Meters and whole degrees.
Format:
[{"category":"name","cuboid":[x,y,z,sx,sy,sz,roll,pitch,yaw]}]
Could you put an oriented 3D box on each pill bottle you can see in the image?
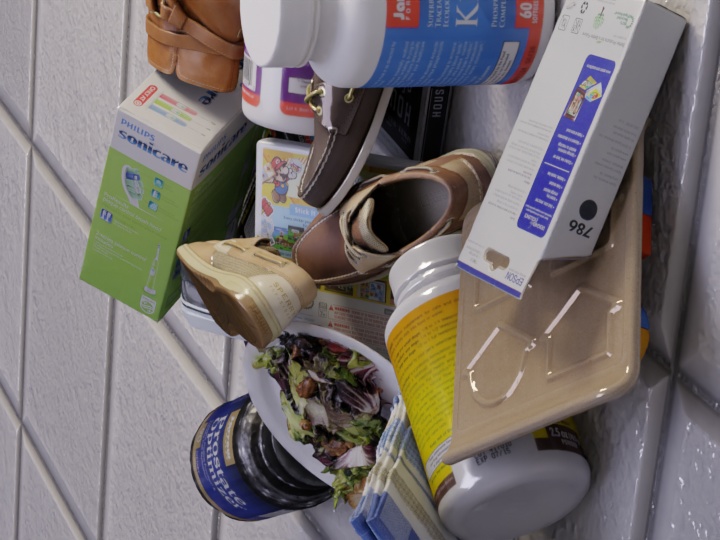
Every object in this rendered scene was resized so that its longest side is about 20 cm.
[{"category":"pill bottle","cuboid":[-0.069,0.154,1.939,0.200,0.111,0.113,151,113,-66]},{"category":"pill bottle","cuboid":[0.024,-0.181,1.540,0.112,0.199,0.113,176,90,-67]},{"category":"pill bottle","cuboid":[-0.031,-0.213,1.726,0.111,0.111,0.202,-139,50,-60]},{"category":"pill bottle","cuboid":[0.082,0.078,1.558,0.109,0.108,0.201,117,142,-51]}]

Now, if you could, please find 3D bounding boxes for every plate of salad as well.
[{"category":"plate of salad","cuboid":[-0.014,0.122,1.747,0.199,0.048,0.201,26,143,21]}]

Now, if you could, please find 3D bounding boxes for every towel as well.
[{"category":"towel","cuboid":[0.053,0.178,1.546,0.147,0.024,0.200,54,-159,-13]}]

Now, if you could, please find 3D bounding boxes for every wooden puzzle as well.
[{"category":"wooden puzzle","cuboid":[0.128,0.018,1.444,0.185,0.046,0.201,-28,46,50]}]

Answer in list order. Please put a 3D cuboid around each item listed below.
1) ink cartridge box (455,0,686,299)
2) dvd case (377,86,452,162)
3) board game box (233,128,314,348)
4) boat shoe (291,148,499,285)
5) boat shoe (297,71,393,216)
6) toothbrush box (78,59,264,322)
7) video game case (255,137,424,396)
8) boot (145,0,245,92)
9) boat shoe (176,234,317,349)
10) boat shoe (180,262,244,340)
[{"category":"ink cartridge box","cuboid":[0.131,-0.078,1.415,0.201,0.039,0.099,-66,27,4]},{"category":"dvd case","cuboid":[0.037,-0.191,1.739,0.150,0.025,0.201,-128,41,-55]},{"category":"board game box","cuboid":[-0.062,-0.021,1.968,0.200,0.056,0.166,117,141,-51]},{"category":"boat shoe","cuboid":[0.016,-0.038,1.655,0.199,0.072,0.076,-28,82,39]},{"category":"boat shoe","cuboid":[-0.007,-0.139,1.660,0.201,0.059,0.072,-65,19,13]},{"category":"toothbrush box","cuboid":[-0.154,-0.081,1.904,0.146,0.086,0.201,-52,-13,-46]},{"category":"video game case","cuboid":[0.000,0.000,1.736,0.199,0.023,0.184,11,106,35]},{"category":"boot","cuboid":[-0.156,-0.244,1.813,0.199,0.077,0.156,28,127,29]},{"category":"boat shoe","cuboid":[-0.087,0.010,1.740,0.072,0.064,0.200,61,167,-23]},{"category":"boat shoe","cuboid":[-0.066,0.021,1.834,0.072,0.199,0.071,-57,-36,-46]}]
